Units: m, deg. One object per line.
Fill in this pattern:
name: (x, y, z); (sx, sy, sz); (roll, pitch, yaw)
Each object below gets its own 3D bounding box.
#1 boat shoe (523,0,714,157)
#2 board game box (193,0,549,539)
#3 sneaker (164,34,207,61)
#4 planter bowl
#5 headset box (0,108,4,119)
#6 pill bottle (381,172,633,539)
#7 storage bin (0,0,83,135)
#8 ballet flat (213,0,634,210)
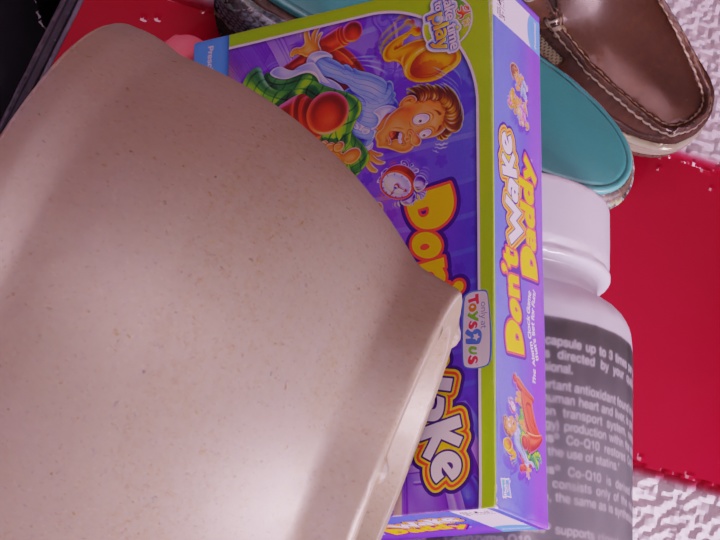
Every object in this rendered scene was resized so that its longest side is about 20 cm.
boat shoe: (0.084, -0.136, 0.818); (0.202, 0.075, 0.075); (46, 68, 0)
board game box: (0.000, 0.000, 0.704); (0.134, 0.045, 0.201); (-10, 69, 28)
sneaker: (-0.145, -0.052, 0.748); (0.200, 0.074, 0.087); (-37, 83, -23)
planter bowl: (-0.048, 0.039, 0.593); (0.134, 0.200, 0.201); (21, 68, 8)
headset box: (-0.202, -0.023, 0.642); (0.200, 0.077, 0.149); (48, 67, -3)
pill bottle: (0.052, 0.069, 0.746); (0.113, 0.114, 0.201); (7, 72, -14)
storage bin: (-0.173, -0.058, 0.569); (0.135, 0.094, 0.201); (27, 70, -12)
ballet flat: (0.024, -0.079, 0.806); (0.200, 0.074, 0.074); (34, 68, -2)
